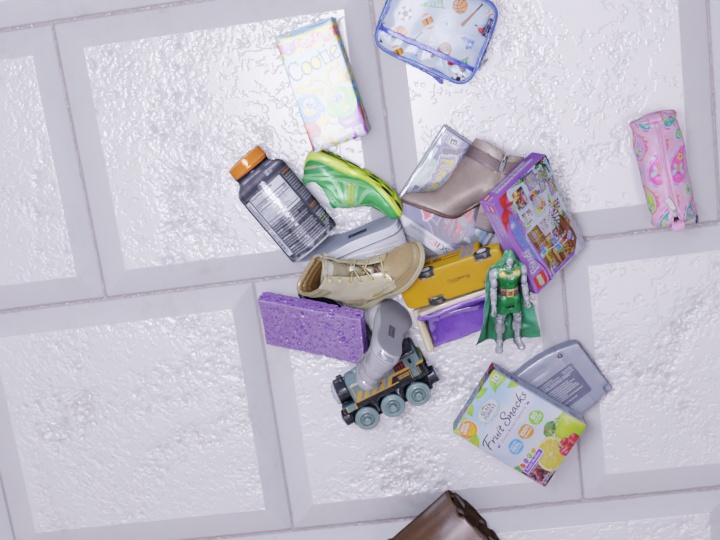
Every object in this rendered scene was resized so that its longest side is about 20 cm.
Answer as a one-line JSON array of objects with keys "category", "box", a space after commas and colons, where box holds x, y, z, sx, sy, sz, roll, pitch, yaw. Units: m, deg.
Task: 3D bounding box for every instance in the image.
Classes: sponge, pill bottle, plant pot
[{"category": "sponge", "box": [-0.085, 0.103, 1.758, 0.197, 0.030, 0.113, 10, 131, 17]}, {"category": "pill bottle", "box": [-0.142, -0.122, 1.718, 0.106, 0.106, 0.201, -38, 98, 11]}, {"category": "plant pot", "box": [0.148, 0.532, 1.813, 0.200, 0.200, 0.198, 44, 95, -7]}]

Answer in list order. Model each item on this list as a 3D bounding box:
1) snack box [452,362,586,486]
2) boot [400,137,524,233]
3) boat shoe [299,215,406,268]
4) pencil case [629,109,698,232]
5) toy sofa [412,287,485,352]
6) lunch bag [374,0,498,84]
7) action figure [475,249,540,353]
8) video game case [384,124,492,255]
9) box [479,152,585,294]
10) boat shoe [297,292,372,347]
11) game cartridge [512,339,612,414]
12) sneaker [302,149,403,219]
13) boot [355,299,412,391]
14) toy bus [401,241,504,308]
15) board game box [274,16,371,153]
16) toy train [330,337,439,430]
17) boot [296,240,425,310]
[{"category": "snack box", "box": [0.287, 0.280, 1.773, 0.199, 0.053, 0.143, 31, 102, -3]}, {"category": "boot", "box": [0.183, -0.156, 1.691, 0.198, 0.070, 0.148, 17, 98, -1]}, {"category": "boat shoe", "box": [-0.013, -0.032, 1.746, 0.198, 0.074, 0.066, -18, 117, 18]}, {"category": "pencil case", "box": [0.520, -0.171, 1.674, 0.086, 0.087, 0.202, -13, 101, 7]}, {"category": "toy sofa", "box": [0.198, 0.074, 1.745, 0.198, 0.098, 0.084, -20, 101, 7]}, {"category": "lunch bag", "box": [0.130, -0.407, 1.652, 0.198, 0.076, 0.162, 24, 106, -1]}, {"category": "action figure", "box": [0.251, 0.050, 1.663, 0.117, 0.055, 0.202, -11, 125, -4]}, {"category": "video game case", "box": [0.169, -0.125, 1.739, 0.181, 0.023, 0.201, 32, 103, -4]}, {"category": "box", "box": [0.297, -0.080, 1.671, 0.137, 0.039, 0.201, -42, 120, -19]}, {"category": "boat shoe", "box": [-0.042, 0.095, 1.782, 0.072, 0.063, 0.200, -40, 98, 9]}, {"category": "game cartridge", "box": [0.346, 0.223, 1.801, 0.199, 0.041, 0.133, -38, 101, 11]}, {"category": "sneaker", "box": [-0.014, -0.140, 1.725, 0.198, 0.074, 0.084, 30, 106, 8]}, {"category": "boot", "box": [0.033, 0.130, 1.724, 0.073, 0.200, 0.096, 34, 116, -4]}, {"category": "toy bus", "box": [0.163, 0.005, 1.720, 0.198, 0.078, 0.066, -19, 109, 19]}, {"category": "board game box", "box": [-0.061, -0.317, 1.667, 0.102, 0.105, 0.202, -18, 102, 7]}, {"category": "toy train", "box": [0.043, 0.207, 1.786, 0.198, 0.085, 0.115, -26, 108, 7]}, {"category": "boot", "box": [0.000, 0.000, 1.679, 0.199, 0.154, 0.074, -33, 56, 40]}]
